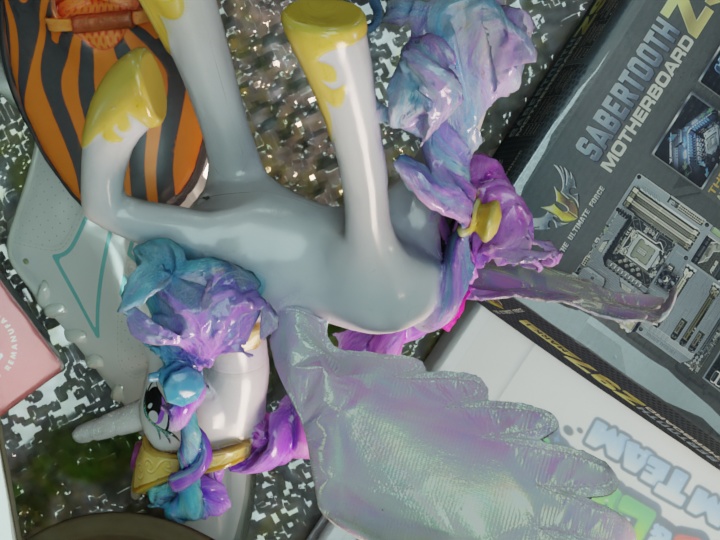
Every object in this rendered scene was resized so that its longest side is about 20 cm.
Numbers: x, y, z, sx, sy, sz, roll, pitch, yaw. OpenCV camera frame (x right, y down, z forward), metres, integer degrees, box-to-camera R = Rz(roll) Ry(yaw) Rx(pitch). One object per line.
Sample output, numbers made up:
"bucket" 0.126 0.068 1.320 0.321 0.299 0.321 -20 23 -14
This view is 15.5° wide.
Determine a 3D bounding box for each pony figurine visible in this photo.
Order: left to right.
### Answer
"pony figurine" 0.000 0.000 0.820 0.192 0.167 0.201 7 122 9

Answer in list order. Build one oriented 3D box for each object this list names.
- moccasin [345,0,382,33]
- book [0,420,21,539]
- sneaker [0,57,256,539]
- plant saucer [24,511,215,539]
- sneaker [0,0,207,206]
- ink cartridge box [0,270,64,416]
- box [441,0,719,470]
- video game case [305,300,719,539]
"moccasin" -0.017 -0.127 0.855 0.080 0.200 0.068 18 77 14
"book" -0.190 0.007 0.848 0.133 0.048 0.201 -10 99 -6
"sneaker" -0.079 0.006 0.925 0.080 0.070 0.201 -10 90 -4
"plant saucer" -0.068 0.178 0.865 0.029 0.200 0.201 -2 99 -52
"sneaker" -0.093 -0.113 0.837 0.077 0.112 0.201 -9 92 5
"ink cartridge box" -0.215 0.044 0.900 0.200 0.067 0.117 -37 101 -4
"box" 0.143 -0.041 0.952 0.157 0.051 0.200 34 82 -12
"video game case" 0.079 0.128 0.984 0.200 0.024 0.182 34 90 -12
